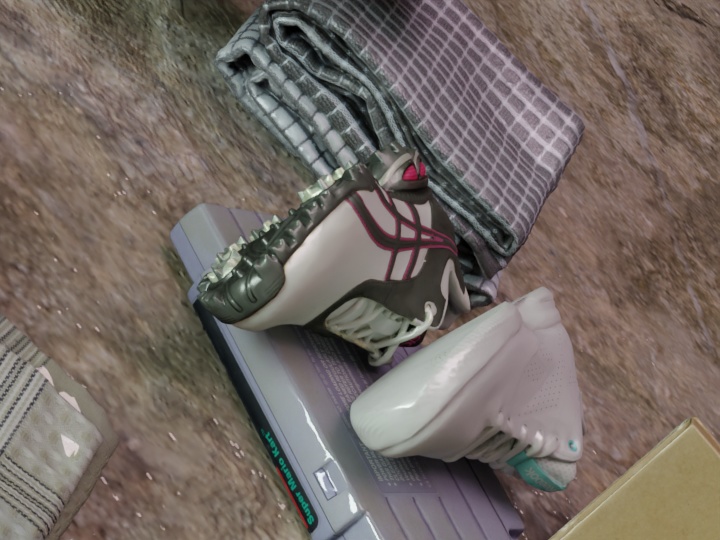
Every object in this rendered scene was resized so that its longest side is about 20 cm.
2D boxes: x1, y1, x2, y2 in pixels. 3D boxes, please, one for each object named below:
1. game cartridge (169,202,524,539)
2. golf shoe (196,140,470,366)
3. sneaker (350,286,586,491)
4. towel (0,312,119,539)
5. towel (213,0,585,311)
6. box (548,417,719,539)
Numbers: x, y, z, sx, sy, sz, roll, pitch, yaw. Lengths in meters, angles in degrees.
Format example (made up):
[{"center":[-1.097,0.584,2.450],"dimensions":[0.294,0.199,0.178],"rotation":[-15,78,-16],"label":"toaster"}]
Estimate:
[{"center":[-0.004,0.061,0.959],"dimensions":[0.129,0.038,0.201],"rotation":[5,49,-51],"label":"game cartridge"},{"center":[0.000,0.000,0.930],"dimensions":[0.088,0.077,0.200],"rotation":[57,26,1],"label":"golf shoe"},{"center":[0.065,0.065,0.954],"dimensions":[0.089,0.075,0.200],"rotation":[63,25,3],"label":"sneaker"},{"center":[-0.175,0.037,0.715],"dimensions":[0.192,0.035,0.200],"rotation":[43,25,-10],"label":"towel"},{"center":[0.029,-0.091,1.165],"dimensions":[0.200,0.086,0.166],"rotation":[45,26,-8],"label":"towel"},{"center":[0.140,0.187,0.856],"dimensions":[0.200,0.163,0.021],"rotation":[48,7,0],"label":"box"}]
